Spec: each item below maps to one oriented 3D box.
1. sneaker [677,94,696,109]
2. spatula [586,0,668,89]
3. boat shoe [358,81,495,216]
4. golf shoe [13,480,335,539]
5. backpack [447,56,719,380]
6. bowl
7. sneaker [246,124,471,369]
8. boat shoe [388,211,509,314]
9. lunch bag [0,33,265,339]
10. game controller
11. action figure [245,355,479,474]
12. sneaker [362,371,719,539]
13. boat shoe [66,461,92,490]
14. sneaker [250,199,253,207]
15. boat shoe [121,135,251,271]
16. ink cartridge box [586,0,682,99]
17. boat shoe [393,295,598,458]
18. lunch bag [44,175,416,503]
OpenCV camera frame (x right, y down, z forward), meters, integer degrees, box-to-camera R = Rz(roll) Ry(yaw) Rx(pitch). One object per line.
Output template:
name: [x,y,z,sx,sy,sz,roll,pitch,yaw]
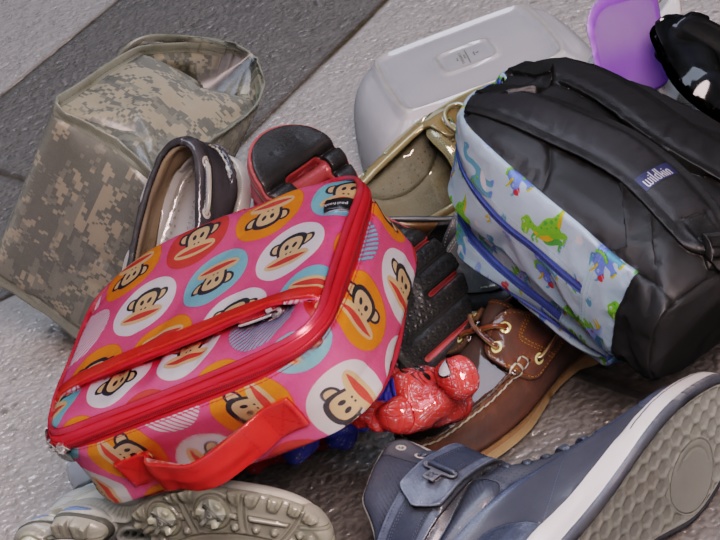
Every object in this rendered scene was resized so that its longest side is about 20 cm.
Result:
sneaker: [0.225,-0.088,1.219,0.077,0.087,0.200,13,14,-29]
spatula: [0.184,-0.072,1.149,0.056,0.202,0.021,-16,-6,-27]
boat shoe: [0.042,-0.062,1.309,0.200,0.074,0.063,-32,2,-6]
golf shoe: [-0.097,0.136,1.078,0.198,0.079,0.097,-5,25,26]
backpack: [0.135,-0.036,1.056,0.163,0.154,0.200,-32,64,-31]
bowl: [0.088,-0.129,1.429,0.198,0.075,0.200,-20,26,-1]
sneaker: [0.000,0.000,1.203,0.073,0.087,0.201,-32,74,-24]
boat shoe: [0.080,-0.009,1.226,0.198,0.068,0.072,-5,29,25]
lunch bag: [-0.158,-0.070,1.373,0.117,0.165,0.200,33,34,6]
game controller: [0.256,-0.083,1.131,0.042,0.199,0.105,-49,22,32]
action figure: [0.002,0.076,1.060,0.065,0.052,0.199,-6,-7,-36]
sneaker: [0.093,0.106,0.997,0.202,0.078,0.145,-38,34,-29]
boat shoe: [-0.093,0.068,1.163,0.198,0.067,0.074,-25,-17,2]
sneaker: [-0.092,0.004,1.310,0.084,0.078,0.201,-17,27,18]
boat shoe: [-0.122,0.014,1.214,0.073,0.060,0.202,13,82,32]
ink cartridge box: [0.172,-0.119,1.256,0.200,0.047,0.160,-50,4,-22]
boat shoe: [0.089,0.044,1.121,0.070,0.071,0.200,14,44,46]
lunch bag: [-0.071,0.048,1.025,0.199,0.082,0.177,-22,32,29]
